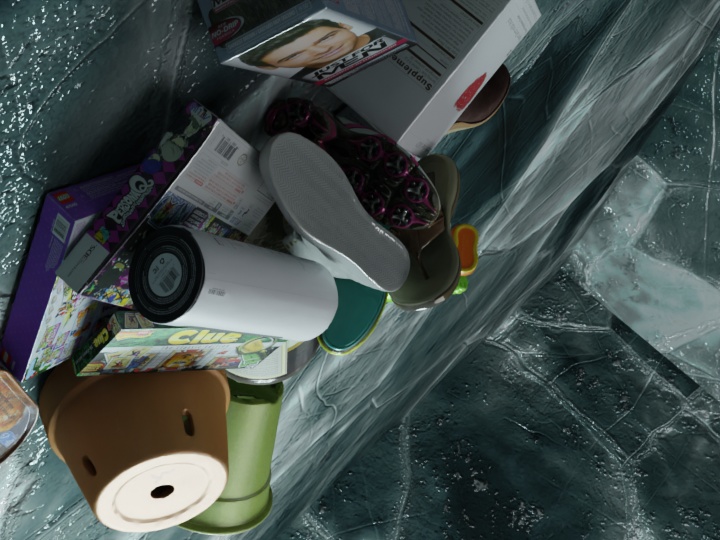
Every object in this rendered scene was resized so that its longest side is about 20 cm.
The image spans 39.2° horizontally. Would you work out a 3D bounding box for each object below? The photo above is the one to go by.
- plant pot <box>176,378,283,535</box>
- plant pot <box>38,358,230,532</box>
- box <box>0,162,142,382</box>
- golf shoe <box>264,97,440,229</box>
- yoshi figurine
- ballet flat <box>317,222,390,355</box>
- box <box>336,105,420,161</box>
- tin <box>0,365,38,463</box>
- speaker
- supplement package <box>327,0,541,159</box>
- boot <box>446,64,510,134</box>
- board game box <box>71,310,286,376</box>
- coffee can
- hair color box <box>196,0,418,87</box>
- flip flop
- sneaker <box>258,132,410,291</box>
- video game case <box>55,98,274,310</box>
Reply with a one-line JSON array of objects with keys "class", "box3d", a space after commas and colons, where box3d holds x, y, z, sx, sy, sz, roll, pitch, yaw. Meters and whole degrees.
[{"class": "plant pot", "box3d": [-0.189, 0.217, 1.370, 0.200, 0.200, 0.190, -23, 138, -58]}, {"class": "plant pot", "box3d": [-0.222, 0.176, 1.052, 0.200, 0.140, 0.200, -15, 140, -13]}, {"class": "box", "box3d": [-0.239, -0.001, 0.903, 0.137, 0.039, 0.200, -29, 155, -51]}, {"class": "golf shoe", "box3d": [0.004, -0.109, 1.007, 0.073, 0.200, 0.092, -58, 161, 15]}, {"class": "yoshi figurine", "box3d": [0.059, -0.006, 1.170, 0.112, 0.112, 0.200, -30, -175, -14]}, {"class": "ballet flat", "box3d": [0.000, 0.000, 1.078, 0.067, 0.067, 0.200, 132, -24, -72]}, {"class": "box", "box3d": [-0.020, -0.089, 1.196, 0.176, 0.097, 0.200, -40, 162, -22]}, {"class": "tin", "box3d": [-0.360, 0.136, 0.917, 0.112, 0.042, 0.200, -47, 166, -21]}, {"class": "speaker", "box3d": [-0.103, 0.015, 0.878, 0.081, 0.081, 0.200, -52, 152, 14]}, {"class": "supplement package", "box3d": [0.072, -0.233, 1.042, 0.200, 0.120, 0.121, -51, 166, 10]}, {"class": "boot", "box3d": [0.137, -0.246, 1.283, 0.200, 0.072, 0.166, -37, 164, -25]}, {"class": "board game box", "box3d": [-0.162, 0.069, 0.972, 0.200, 0.023, 0.105, 1, 149, -39]}, {"class": "coffee can", "box3d": [-0.112, 0.024, 1.119, 0.146, 0.146, 0.200, -42, 164, -21]}, {"class": "hair color box", "box3d": [-0.037, -0.207, 0.843, 0.099, 0.061, 0.200, -22, 175, 23]}, {"class": "flip flop", "box3d": [0.061, -0.046, 1.022, 0.058, 0.081, 0.200, 48, 41, -44]}, {"class": "sneaker", "box3d": [-0.052, -0.051, 0.953, 0.200, 0.116, 0.074, 48, 65, -35]}, {"class": "video game case", "box3d": [-0.155, -0.043, 0.892, 0.181, 0.036, 0.200, -52, 165, 2]}]
